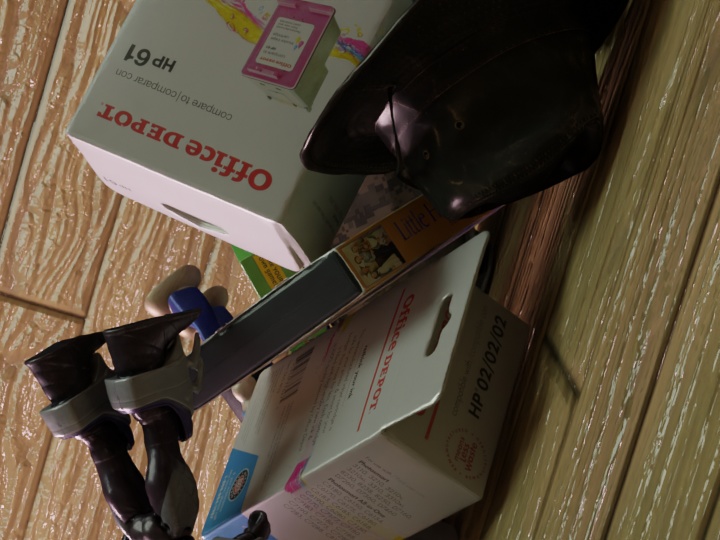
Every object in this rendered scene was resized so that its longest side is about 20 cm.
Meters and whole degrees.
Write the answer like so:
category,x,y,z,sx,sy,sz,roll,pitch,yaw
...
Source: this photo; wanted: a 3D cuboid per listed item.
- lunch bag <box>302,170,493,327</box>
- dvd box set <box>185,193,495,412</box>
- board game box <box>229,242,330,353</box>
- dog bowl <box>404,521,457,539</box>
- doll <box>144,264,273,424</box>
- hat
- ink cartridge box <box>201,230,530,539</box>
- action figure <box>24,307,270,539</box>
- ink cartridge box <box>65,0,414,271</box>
category,x,y,z,sx,sy,sz,roll,pitch,yaw
lunch bag,0.015,-0.022,1.482,0.164,0.117,0.200,-130,24,-80
dvd box set,0.000,0.000,1.260,0.146,0.029,0.200,-36,-2,38
board game box,-0.034,0.037,1.483,0.200,0.029,0.135,62,178,-29
dog bowl,0.000,0.196,1.311,0.200,0.059,0.201,-165,90,-86
doll,-0.054,0.085,1.464,0.048,0.200,0.136,-42,-32,5
hat,0.070,-0.074,1.144,0.081,0.200,0.201,62,158,18
ink cartridge box,0.014,0.075,1.198,0.200,0.068,0.115,-34,28,45
action figure,-0.099,0.125,1.190,0.069,0.130,0.200,-16,-88,-51
ink cartridge box,-0.052,-0.120,1.336,0.200,0.144,0.085,-64,-20,-11
